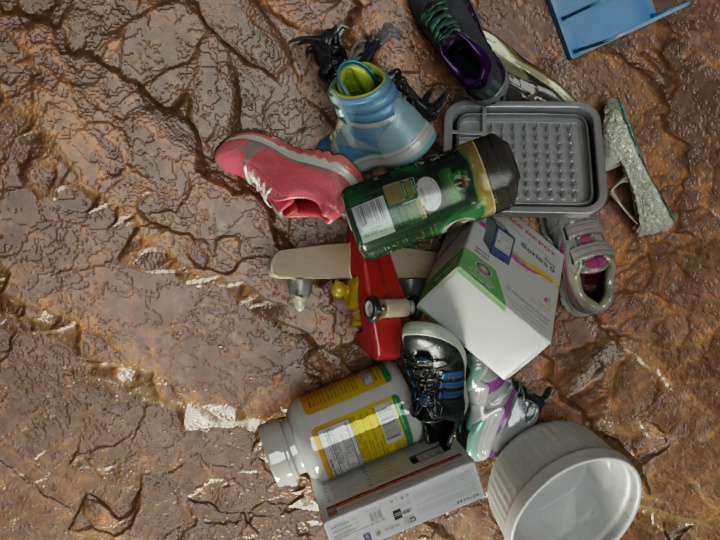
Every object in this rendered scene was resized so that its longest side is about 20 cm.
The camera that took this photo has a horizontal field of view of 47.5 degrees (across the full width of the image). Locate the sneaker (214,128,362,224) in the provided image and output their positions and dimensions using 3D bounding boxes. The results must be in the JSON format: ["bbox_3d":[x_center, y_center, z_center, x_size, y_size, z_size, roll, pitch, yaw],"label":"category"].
[{"bbox_3d":[-0.100,-0.111,0.998,0.197,0.074,0.088,15,65,18],"label":"sneaker"}]

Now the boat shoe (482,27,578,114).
[{"bbox_3d":[0.204,-0.244,1.081,0.199,0.073,0.065,35,95,-2],"label":"boat shoe"}]

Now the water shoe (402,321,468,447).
[{"bbox_3d":[0.092,0.142,0.983,0.070,0.080,0.201,1,140,23],"label":"water shoe"}]

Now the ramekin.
[{"bbox_3d":[0.266,0.298,1.103,0.197,0.105,0.203,-9,120,-16],"label":"ramekin"}]

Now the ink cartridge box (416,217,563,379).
[{"bbox_3d":[0.169,0.012,1.025,0.145,0.201,0.088,39,124,-6],"label":"ink cartridge box"}]

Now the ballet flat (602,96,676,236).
[{"bbox_3d":[0.366,-0.134,1.121,0.071,0.072,0.202,-29,100,-5],"label":"ballet flat"}]

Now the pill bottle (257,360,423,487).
[{"bbox_3d":[-0.028,0.204,1.065,0.197,0.113,0.114,-22,99,-7],"label":"pill bottle"}]

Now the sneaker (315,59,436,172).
[{"bbox_3d":[-0.010,-0.187,0.979,0.131,0.199,0.080,50,59,-27],"label":"sneaker"}]

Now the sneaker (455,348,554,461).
[{"bbox_3d":[0.203,0.158,1.124,0.138,0.078,0.203,-3,106,-11],"label":"sneaker"}]

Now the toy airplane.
[{"bbox_3d":[0.000,0.000,1.049,0.199,0.141,0.200,38,52,-3],"label":"toy airplane"}]

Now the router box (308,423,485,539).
[{"bbox_3d":[0.039,0.271,1.050,0.197,0.179,0.050,-20,100,-6],"label":"router box"}]

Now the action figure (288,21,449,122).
[{"bbox_3d":[0.012,-0.260,1.024,0.198,0.119,0.103,28,102,-21],"label":"action figure"}]

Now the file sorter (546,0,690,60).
[{"bbox_3d":[0.317,-0.402,1.052,0.137,0.123,0.202,-25,99,-7],"label":"file sorter"}]

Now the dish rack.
[{"bbox_3d":[0.202,-0.134,1.026,0.197,0.044,0.174,1,60,6],"label":"dish rack"}]

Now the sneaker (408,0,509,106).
[{"bbox_3d":[0.114,-0.299,1.011,0.074,0.087,0.201,-39,72,19],"label":"sneaker"}]

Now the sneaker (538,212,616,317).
[{"bbox_3d":[0.304,-0.030,1.108,0.080,0.088,0.203,-20,99,-7],"label":"sneaker"}]

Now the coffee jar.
[{"bbox_3d":[0.082,-0.084,0.930,0.197,0.104,0.087,-20,83,4],"label":"coffee jar"}]
